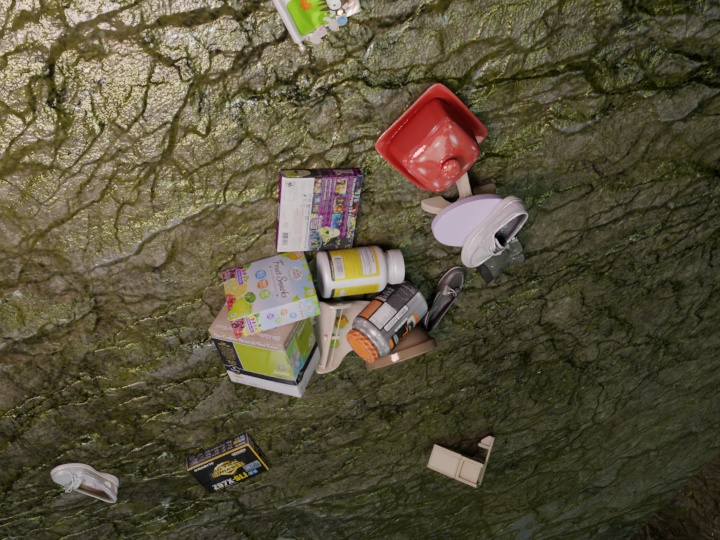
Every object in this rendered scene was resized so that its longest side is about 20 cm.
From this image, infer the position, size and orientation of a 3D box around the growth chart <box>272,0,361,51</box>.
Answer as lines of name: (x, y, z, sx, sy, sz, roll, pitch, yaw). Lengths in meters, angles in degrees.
growth chart: (-0.061, -0.497, 1.191, 0.199, 0.018, 0.145, -34, 133, 12)

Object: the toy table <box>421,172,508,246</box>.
toy table: (0.247, -0.142, 1.538, 0.197, 0.118, 0.185, -4, 132, -15)

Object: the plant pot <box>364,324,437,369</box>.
plant pot: (0.097, 0.188, 1.763, 0.198, 0.094, 0.201, -18, 175, -2)

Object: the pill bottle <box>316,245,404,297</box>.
pill bottle: (0.000, 0.000, 1.579, 0.197, 0.112, 0.112, -6, 132, -14)

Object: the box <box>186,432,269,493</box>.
box: (-0.395, 0.578, 1.991, 0.198, 0.050, 0.161, -23, 135, 1)

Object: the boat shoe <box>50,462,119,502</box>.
boat shoe: (-0.768, 0.595, 1.863, 0.074, 0.065, 0.202, -39, 131, 16)

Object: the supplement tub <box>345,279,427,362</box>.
supplement tub: (0.063, 0.125, 1.651, 0.200, 0.122, 0.123, -44, 137, -20)

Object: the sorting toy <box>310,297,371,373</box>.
sorting toy: (-0.038, 0.142, 1.707, 0.178, 0.107, 0.202, -6, 123, -31)

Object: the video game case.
video game case: (-0.095, -0.132, 1.482, 0.179, 0.036, 0.202, -4, 131, -16)

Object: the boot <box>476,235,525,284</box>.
boot: (0.343, -0.059, 1.688, 0.130, 0.068, 0.200, -33, 140, 4)

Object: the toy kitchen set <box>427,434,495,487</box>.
toy kitchen set: (0.352, 0.618, 2.282, 0.200, 0.178, 0.165, 33, 75, -72)

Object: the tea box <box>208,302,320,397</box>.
tea box: (-0.222, 0.173, 1.580, 0.197, 0.134, 0.198, 9, 138, 20)

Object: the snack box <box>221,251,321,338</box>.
snack box: (-0.204, 0.049, 1.511, 0.197, 0.170, 0.068, -16, 134, -7)

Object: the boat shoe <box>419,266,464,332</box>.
boat shoe: (0.222, 0.080, 1.763, 0.066, 0.057, 0.201, 15, 124, -29)

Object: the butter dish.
butter dish: (0.167, -0.247, 1.398, 0.199, 0.149, 0.199, -41, 130, 19)

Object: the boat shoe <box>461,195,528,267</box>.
boat shoe: (0.302, -0.072, 1.490, 0.072, 0.069, 0.200, 24, 120, -33)
